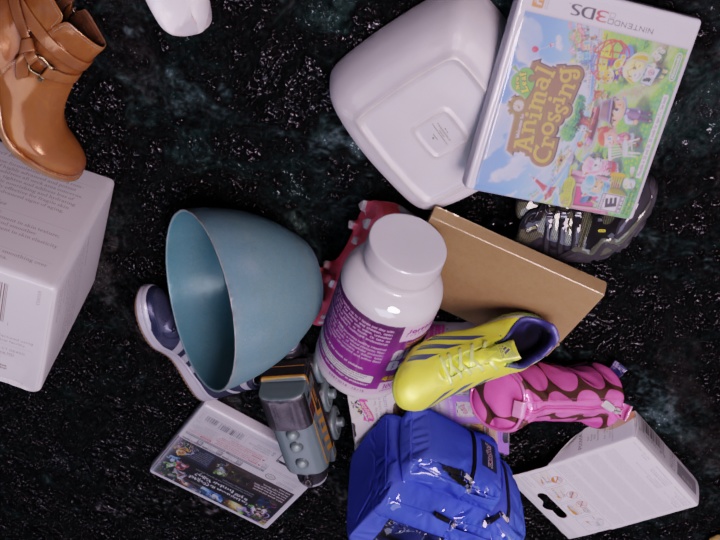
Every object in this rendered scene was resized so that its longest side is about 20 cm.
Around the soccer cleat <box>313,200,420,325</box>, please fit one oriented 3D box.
[{"bbox_3d":[0.000,0.000,1.163,0.076,0.067,0.201,15,132,-21],"label":"soccer cleat"}]

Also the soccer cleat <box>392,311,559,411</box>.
[{"bbox_3d":[0.121,0.090,1.056,0.083,0.199,0.065,-4,104,59],"label":"soccer cleat"}]

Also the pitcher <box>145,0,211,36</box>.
[{"bbox_3d":[-0.149,-0.331,0.893,0.172,0.121,0.200,47,134,-8],"label":"pitcher"}]

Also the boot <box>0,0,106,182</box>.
[{"bbox_3d":[-0.316,-0.198,1.056,0.154,0.077,0.201,-26,113,22],"label":"boot"}]

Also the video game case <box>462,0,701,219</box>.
[{"bbox_3d":[0.206,-0.158,0.959,0.180,0.022,0.202,9,112,-14],"label":"video game case"}]

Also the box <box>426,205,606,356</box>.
[{"bbox_3d":[0.146,0.016,1.110,0.198,0.021,0.164,25,149,-1],"label":"box"}]

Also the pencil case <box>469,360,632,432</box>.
[{"bbox_3d":[0.220,0.145,1.171,0.198,0.094,0.092,3,117,-39],"label":"pencil case"}]

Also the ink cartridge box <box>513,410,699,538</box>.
[{"bbox_3d":[0.321,0.276,1.350,0.199,0.050,0.162,-25,122,36],"label":"ink cartridge box"}]

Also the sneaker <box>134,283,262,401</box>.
[{"bbox_3d":[-0.188,0.083,1.253,0.107,0.071,0.201,-9,134,22],"label":"sneaker"}]

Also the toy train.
[{"bbox_3d":[-0.075,0.181,1.286,0.084,0.115,0.202,-3,128,12],"label":"toy train"}]

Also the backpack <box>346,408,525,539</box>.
[{"bbox_3d":[0.102,0.273,1.209,0.199,0.163,0.168,28,126,-15],"label":"backpack"}]

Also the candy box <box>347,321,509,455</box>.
[{"bbox_3d":[0.084,0.146,1.259,0.197,0.072,0.169,0,129,9],"label":"candy box"}]

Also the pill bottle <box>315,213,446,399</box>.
[{"bbox_3d":[0.024,0.038,1.082,0.111,0.113,0.201,16,136,-4],"label":"pill bottle"}]

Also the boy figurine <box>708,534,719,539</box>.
[{"bbox_3d":[0.558,0.429,1.415,0.200,0.065,0.124,39,127,-25],"label":"boy figurine"}]

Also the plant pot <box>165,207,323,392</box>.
[{"bbox_3d":[-0.120,0.020,1.136,0.134,0.201,0.202,-13,136,-28],"label":"plant pot"}]

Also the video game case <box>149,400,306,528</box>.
[{"bbox_3d":[-0.173,0.275,1.439,0.199,0.023,0.182,30,127,-16],"label":"video game case"}]

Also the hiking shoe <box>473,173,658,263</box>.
[{"bbox_3d":[0.212,-0.057,1.069,0.199,0.076,0.101,-31,122,30],"label":"hiking shoe"}]

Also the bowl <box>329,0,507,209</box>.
[{"bbox_3d":[0.083,-0.154,1.015,0.199,0.075,0.200,-27,121,28],"label":"bowl"}]

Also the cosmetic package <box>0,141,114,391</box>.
[{"bbox_3d":[-0.390,-0.010,1.127,0.166,0.201,0.167,18,129,-6],"label":"cosmetic package"}]
